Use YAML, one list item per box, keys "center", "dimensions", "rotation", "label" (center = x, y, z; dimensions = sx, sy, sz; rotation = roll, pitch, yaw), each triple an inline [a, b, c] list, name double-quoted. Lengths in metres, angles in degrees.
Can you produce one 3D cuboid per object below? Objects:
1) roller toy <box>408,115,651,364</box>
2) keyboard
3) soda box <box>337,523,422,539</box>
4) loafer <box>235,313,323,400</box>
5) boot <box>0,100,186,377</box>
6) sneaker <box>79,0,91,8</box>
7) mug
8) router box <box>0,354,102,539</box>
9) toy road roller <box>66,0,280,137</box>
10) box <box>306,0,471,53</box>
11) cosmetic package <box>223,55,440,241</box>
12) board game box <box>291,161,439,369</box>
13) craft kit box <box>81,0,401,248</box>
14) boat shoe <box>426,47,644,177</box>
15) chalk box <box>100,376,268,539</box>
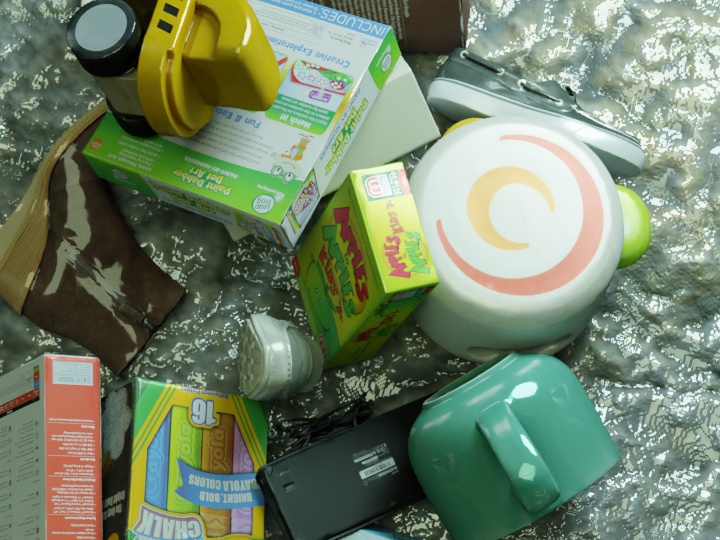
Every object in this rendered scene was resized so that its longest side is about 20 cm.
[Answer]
- center: [0.118, -0.022, 1.508]
  dimensions: [0.199, 0.140, 0.183]
  rotation: [36, 72, 10]
  label: "roller toy"
- center: [0.000, 0.155, 1.498]
  dimensions: [0.199, 0.040, 0.105]
  rotation: [-19, 79, -35]
  label: "keyboard"
- center: [0.041, 0.252, 1.483]
  dimensions: [0.198, 0.068, 0.065]
  rotation: [16, 89, 11]
  label: "soda box"
- center: [-0.064, 0.069, 1.479]
  dimensions: [0.069, 0.200, 0.071]
  rotation: [3, 92, -5]
  label: "loafer"
- center: [-0.220, -0.029, 1.601]
  dimensions: [0.166, 0.072, 0.201]
  rotation: [33, 81, 1]
  label: "boot"
- center: [-0.187, -0.212, 1.630]
  dimensions: [0.114, 0.081, 0.201]
  rotation: [-14, 68, 7]
  label: "sneaker"
- center: [0.121, 0.130, 1.438]
  dimensions: [0.151, 0.185, 0.115]
  rotation: [-30, 89, -33]
  label: "mug"
- center: [-0.272, 0.176, 1.486]
  dimensions: [0.049, 0.200, 0.181]
  rotation: [6, 74, -31]
  label: "router box"
- center: [-0.128, -0.200, 1.448]
  dimensions: [0.145, 0.123, 0.201]
  rotation: [8, 65, 19]
  label: "toy road roller"
- center: [-0.004, -0.248, 1.593]
  dimensions: [0.198, 0.100, 0.076]
  rotation: [6, 65, 8]
  label: "box"
- center: [-0.043, -0.116, 1.562]
  dimensions: [0.199, 0.073, 0.104]
  rotation: [-28, 30, -1]
  label: "cosmetic package"
- center: [0.000, 0.000, 1.485]
  dimensions: [0.047, 0.200, 0.102]
  rotation: [-11, 74, -19]
  label: "board game box"
- center: [-0.097, -0.138, 1.501]
  dimensions: [0.199, 0.049, 0.198]
  rotation: [21, 67, 24]
  label: "craft kit box"
- center: [0.155, -0.138, 1.570]
  dimensions: [0.199, 0.069, 0.057]
  rotation: [21, 78, 13]
  label: "boat shoe"
- center: [-0.154, 0.203, 1.463]
  dimensions: [0.123, 0.125, 0.202]
  rotation: [11, 69, -28]
  label: "chalk box"
